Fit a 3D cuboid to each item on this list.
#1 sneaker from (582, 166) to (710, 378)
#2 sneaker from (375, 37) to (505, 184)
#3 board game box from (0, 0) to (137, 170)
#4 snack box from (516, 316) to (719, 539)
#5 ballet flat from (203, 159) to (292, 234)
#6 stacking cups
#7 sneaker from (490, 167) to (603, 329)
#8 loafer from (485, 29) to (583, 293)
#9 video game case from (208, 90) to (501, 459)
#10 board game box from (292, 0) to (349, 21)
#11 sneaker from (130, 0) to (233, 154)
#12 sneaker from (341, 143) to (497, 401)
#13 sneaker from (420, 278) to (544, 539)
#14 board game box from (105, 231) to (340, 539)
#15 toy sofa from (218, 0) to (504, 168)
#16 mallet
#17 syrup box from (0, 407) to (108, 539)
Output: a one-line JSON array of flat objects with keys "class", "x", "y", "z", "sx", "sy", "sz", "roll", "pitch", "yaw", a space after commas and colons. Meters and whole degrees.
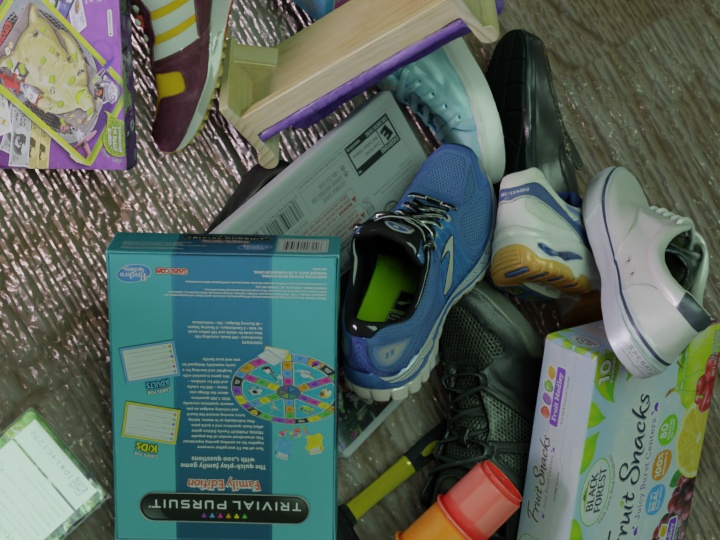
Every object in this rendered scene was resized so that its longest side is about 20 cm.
[{"class": "sneaker", "x": 0.199, "y": -0.009, "z": 1.114, "sx": 0.073, "sy": 0.070, "sz": 0.201, "roll": 44, "pitch": 26, "yaw": -30}, {"class": "sneaker", "x": 0.040, "y": -0.147, "z": 1.246, "sx": 0.081, "sy": 0.074, "sz": 0.202, "roll": -21, "pitch": 77, "yaw": -14}, {"class": "board game box", "x": -0.214, "y": -0.169, "z": 1.116, "sx": 0.118, "sy": 0.032, "sz": 0.203, "roll": 3, "pitch": 103, "yaw": 13}, {"class": "snack box", "x": 0.180, "y": 0.133, "z": 1.167, "sx": 0.141, "sy": 0.053, "sz": 0.203, "roll": -11, "pitch": 115, "yaw": -39}, {"class": "ballet flat", "x": -0.093, "y": 0.003, "z": 1.161, "sx": 0.068, "sy": 0.068, "sz": 0.202, "roll": 35, "pitch": 70, "yaw": -23}, {"class": "stacking cups", "x": 0.025, "y": 0.208, "z": 1.122, "sx": 0.060, "sy": 0.061, "sz": 0.200, "roll": 43, "pitch": 95, "yaw": -5}, {"class": "sneaker", "x": 0.164, "y": -0.011, "z": 1.195, "sx": 0.199, "sy": 0.075, "sz": 0.089, "roll": 31, "pitch": 55, "yaw": -51}, {"class": "loafer", "x": 0.135, "y": -0.082, "z": 1.265, "sx": 0.071, "sy": 0.073, "sz": 0.203, "roll": 0, "pitch": 88, "yaw": -29}, {"class": "video game case", "x": 0.000, "y": 0.000, "z": 1.174, "sx": 0.200, "sy": 0.023, "sz": 0.183, "roll": -43, "pitch": 110, "yaw": -36}, {"class": "board game box", "x": -0.013, "y": -0.295, "z": 1.242, "sx": 0.153, "sy": 0.040, "sz": 0.200, "roll": 40, "pitch": 67, "yaw": 17}, {"class": "sneaker", "x": -0.135, "y": -0.183, "z": 1.157, "sx": 0.089, "sy": 0.075, "sz": 0.202, "roll": 11, "pitch": 107, "yaw": -15}, {"class": "sneaker", "x": 0.040, "y": -0.013, "z": 1.120, "sx": 0.078, "sy": 0.090, "sz": 0.201, "roll": 10, "pitch": 55, "yaw": 19}, {"class": "sneaker", "x": 0.084, "y": 0.107, "z": 1.169, "sx": 0.114, "sy": 0.076, "sz": 0.202, "roll": -34, "pitch": 112, "yaw": -39}, {"class": "board game box", "x": -0.088, "y": 0.078, "z": 1.092, "sx": 0.149, "sy": 0.047, "sz": 0.203, "roll": 2, "pitch": 107, "yaw": 1}, {"class": "toy sofa", "x": 0.004, "y": -0.150, "z": 1.154, "sx": 0.098, "sy": 0.199, "sz": 0.083, "roll": 45, "pitch": 28, "yaw": -36}, {"class": "mallet", "x": 0.024, "y": 0.137, "z": 1.196, "sx": 0.066, "sy": 0.041, "sz": 0.200, "roll": 49, "pitch": 64, "yaw": -7}, {"class": "syrup box", "x": -0.263, "y": 0.186, "z": 1.060, "sx": 0.200, "sy": 0.081, "sz": 0.079, "roll": -43, "pitch": 92, "yaw": -21}]
